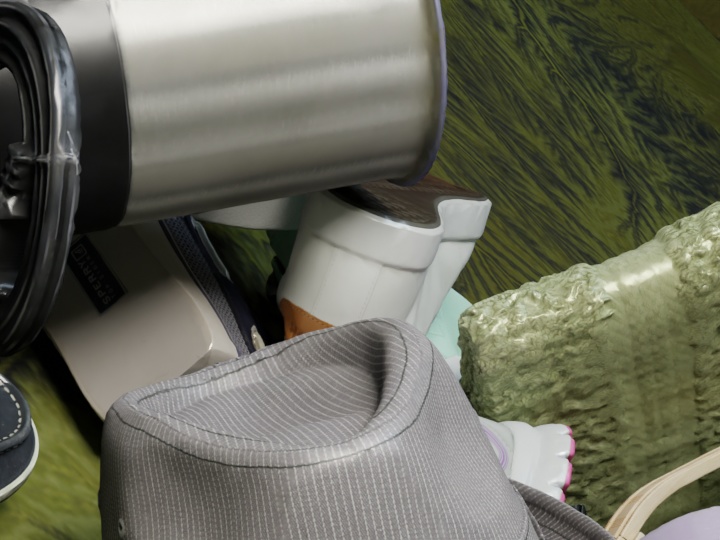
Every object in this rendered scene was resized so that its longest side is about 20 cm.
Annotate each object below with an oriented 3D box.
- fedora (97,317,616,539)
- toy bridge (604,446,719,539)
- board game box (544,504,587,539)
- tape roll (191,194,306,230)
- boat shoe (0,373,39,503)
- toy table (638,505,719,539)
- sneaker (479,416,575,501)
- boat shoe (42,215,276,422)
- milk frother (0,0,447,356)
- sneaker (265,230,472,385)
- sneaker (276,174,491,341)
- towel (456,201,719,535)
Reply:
[{"bbox_3d":[-0.015,0.071,0.742,0.200,0.177,0.090,-133,-151,-73],"label":"fedora"},{"bbox_3d":[0.119,0.126,0.970,0.067,0.200,0.027,40,-25,-11],"label":"toy bridge"},{"bbox_3d":[0.002,0.131,0.747,0.200,0.135,0.028,-70,146,-72],"label":"board game box"},{"bbox_3d":[-0.087,-0.083,1.096,0.203,0.037,0.203,19,23,-8],"label":"tape roll"},{"bbox_3d":[-0.156,0.030,0.732,0.200,0.062,0.075,21,26,-55],"label":"boat shoe"},{"bbox_3d":[0.127,0.192,0.825,0.117,0.184,0.200,-98,174,-56],"label":"toy table"},{"bbox_3d":[0.020,0.119,0.901,0.088,0.081,0.200,18,32,-4],"label":"sneaker"},{"bbox_3d":[-0.088,0.005,0.960,0.093,0.075,0.200,44,13,-52],"label":"boat shoe"},{"bbox_3d":[-0.060,-0.054,0.796,0.188,0.181,0.200,-11,57,-18],"label":"milk frother"},{"bbox_3d":[-0.008,0.026,1.066,0.118,0.074,0.200,45,13,3],"label":"sneaker"},{"bbox_3d":[0.000,0.000,0.984,0.073,0.085,0.200,21,11,7],"label":"sneaker"},{"bbox_3d":[0.112,0.057,1.027,0.200,0.148,0.036,76,-9,-50],"label":"towel"}]
